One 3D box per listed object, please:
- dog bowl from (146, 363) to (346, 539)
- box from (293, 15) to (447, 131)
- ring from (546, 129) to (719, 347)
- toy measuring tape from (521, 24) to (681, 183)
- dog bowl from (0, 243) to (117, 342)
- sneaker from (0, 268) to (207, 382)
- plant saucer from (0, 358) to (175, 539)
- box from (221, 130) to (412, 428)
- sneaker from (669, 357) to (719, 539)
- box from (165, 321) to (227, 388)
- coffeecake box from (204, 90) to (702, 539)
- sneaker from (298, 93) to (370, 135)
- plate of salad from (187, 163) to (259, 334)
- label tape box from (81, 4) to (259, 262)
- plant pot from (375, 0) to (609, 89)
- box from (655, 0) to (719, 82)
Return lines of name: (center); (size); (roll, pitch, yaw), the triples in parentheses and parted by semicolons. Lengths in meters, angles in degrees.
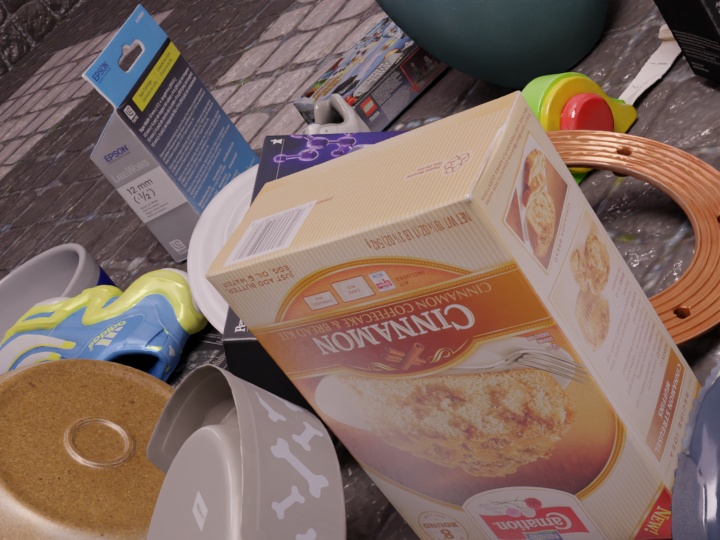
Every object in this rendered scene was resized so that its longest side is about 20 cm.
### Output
dog bowl: (-0.068, 0.150, 0.591); (0.200, 0.058, 0.202); (-43, 40, 52)
box: (0.040, -0.211, 1.178); (0.200, 0.040, 0.137); (-45, 25, -14)
ring: (0.121, -0.016, 0.678); (0.198, 0.019, 0.202); (-4, 41, 3)
toy measuring tape: (0.161, -0.127, 0.845); (0.200, 0.074, 0.073); (-49, 27, -21)
dog bowl: (-0.309, 0.071, 1.121); (0.199, 0.079, 0.201); (-30, 26, 16)
sneaker: (-0.205, 0.067, 0.892); (0.199, 0.076, 0.105); (-25, 28, 24)
plant saucer: (-0.160, 0.115, 0.735); (0.201, 0.198, 0.036); (-82, 12, -56)
box: (0.000, 0.000, 0.748); (0.139, 0.079, 0.201); (-4, 40, 7)
sneaker: (0.195, 0.052, 0.498); (0.082, 0.070, 0.201); (-9, 39, 51)
box: (-0.141, 0.080, 0.925); (0.199, 0.044, 0.161); (2, 46, 54)
coffeecake box: (0.051, 0.037, 0.560); (0.153, 0.201, 0.073); (-15, 32, 39)
sneaker: (-0.031, -0.064, 0.972); (0.074, 0.087, 0.201); (-22, 31, 24)
plate of salad: (-0.023, -0.011, 0.862); (0.198, 0.048, 0.202); (-4, 50, 5)
label tape box: (-0.192, -0.131, 1.162); (0.066, 0.200, 0.144); (-24, 28, 29)
plant pot: (0.124, -0.229, 0.986); (0.199, 0.135, 0.201); (-29, 27, 16)
box: (0.277, -0.234, 0.770); (0.199, 0.142, 0.079); (-37, 26, 0)
